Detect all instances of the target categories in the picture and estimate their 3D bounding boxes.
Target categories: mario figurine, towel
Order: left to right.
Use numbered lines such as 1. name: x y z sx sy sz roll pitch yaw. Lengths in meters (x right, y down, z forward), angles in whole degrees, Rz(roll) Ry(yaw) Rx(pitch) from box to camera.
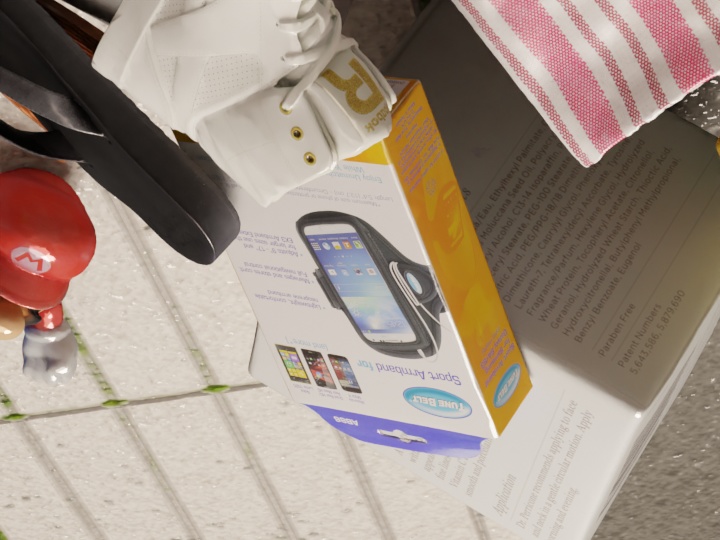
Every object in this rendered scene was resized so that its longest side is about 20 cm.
1. mario figurine: -0.213 0.022 1.294 0.123 0.106 0.200 -24 172 -37
2. towel: 0.115 -0.142 0.970 0.200 0.030 0.147 -34 97 40

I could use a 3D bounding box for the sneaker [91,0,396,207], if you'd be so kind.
1. sneaker: -0.020 -0.104 0.890 0.115 0.074 0.200 42 143 4

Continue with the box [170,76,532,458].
1. box: 0.000 0.000 1.044 0.119 0.042 0.201 9 138 35

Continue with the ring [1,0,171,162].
1. ring: -0.131 -0.077 1.119 0.200 0.019 0.201 34 165 10

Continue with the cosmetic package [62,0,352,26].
1. cosmetic package: -0.102 -0.155 1.013 0.199 0.091 0.107 23 174 -40

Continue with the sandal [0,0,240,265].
1. sandal: -0.137 -0.072 1.014 0.200 0.043 0.076 42 162 3

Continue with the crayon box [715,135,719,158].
1. crayon box: 0.235 -0.069 1.052 0.126 0.200 0.051 -17 100 22

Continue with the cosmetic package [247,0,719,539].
1. cosmetic package: 0.073 0.004 1.168 0.199 0.165 0.165 31 148 10
